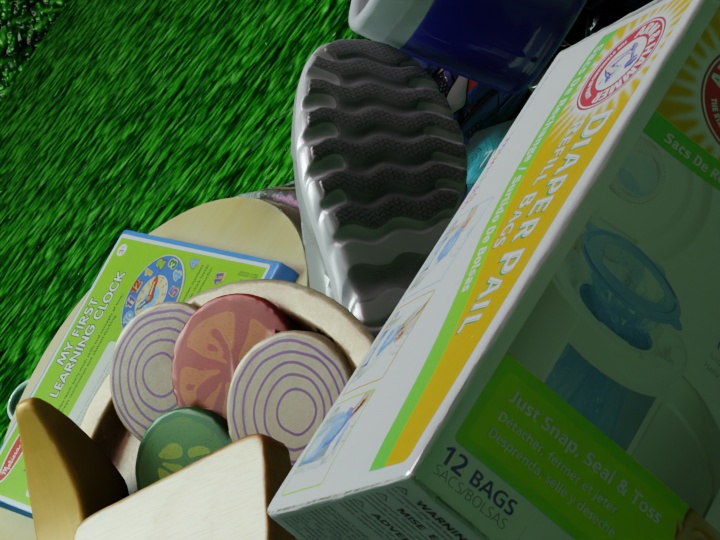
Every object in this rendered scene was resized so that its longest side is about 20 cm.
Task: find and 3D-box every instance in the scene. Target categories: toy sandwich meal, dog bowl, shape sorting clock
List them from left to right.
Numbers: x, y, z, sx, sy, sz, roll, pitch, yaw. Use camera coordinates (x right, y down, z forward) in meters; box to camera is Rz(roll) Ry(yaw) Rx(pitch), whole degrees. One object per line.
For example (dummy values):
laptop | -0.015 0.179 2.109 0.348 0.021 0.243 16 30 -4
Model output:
shape sorting clock | -0.091 0.057 1.124 0.200 0.039 0.201 -28 42 29
toy sandwich meal | -0.062 0.097 0.967 0.205 0.070 0.206 -13 69 37
dog bowl | 0.069 -0.180 1.097 0.200 0.079 0.201 -157 90 -82

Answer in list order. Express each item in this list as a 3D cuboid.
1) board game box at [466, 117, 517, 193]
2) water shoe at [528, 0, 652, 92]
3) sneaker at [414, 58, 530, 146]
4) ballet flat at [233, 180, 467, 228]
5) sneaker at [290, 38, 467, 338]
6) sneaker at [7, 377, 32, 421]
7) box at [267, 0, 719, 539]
board game box | 0.064 -0.016 1.127 0.136 0.028 0.200 -55 14 -17
water shoe | 0.120 -0.137 1.189 0.079 0.071 0.200 -61 6 -23
sneaker | 0.036 -0.089 1.302 0.075 0.078 0.200 -36 21 45
ballet flat | -0.004 -0.020 1.189 0.071 0.069 0.200 -37 11 -21
sneaker | 0.000 0.000 1.053 0.082 0.074 0.201 132 137 -56
sneaker | -0.113 0.074 1.279 0.074 0.118 0.200 -50 12 11
box | 0.080 0.023 0.803 0.200 0.112 0.101 -56 15 -24
